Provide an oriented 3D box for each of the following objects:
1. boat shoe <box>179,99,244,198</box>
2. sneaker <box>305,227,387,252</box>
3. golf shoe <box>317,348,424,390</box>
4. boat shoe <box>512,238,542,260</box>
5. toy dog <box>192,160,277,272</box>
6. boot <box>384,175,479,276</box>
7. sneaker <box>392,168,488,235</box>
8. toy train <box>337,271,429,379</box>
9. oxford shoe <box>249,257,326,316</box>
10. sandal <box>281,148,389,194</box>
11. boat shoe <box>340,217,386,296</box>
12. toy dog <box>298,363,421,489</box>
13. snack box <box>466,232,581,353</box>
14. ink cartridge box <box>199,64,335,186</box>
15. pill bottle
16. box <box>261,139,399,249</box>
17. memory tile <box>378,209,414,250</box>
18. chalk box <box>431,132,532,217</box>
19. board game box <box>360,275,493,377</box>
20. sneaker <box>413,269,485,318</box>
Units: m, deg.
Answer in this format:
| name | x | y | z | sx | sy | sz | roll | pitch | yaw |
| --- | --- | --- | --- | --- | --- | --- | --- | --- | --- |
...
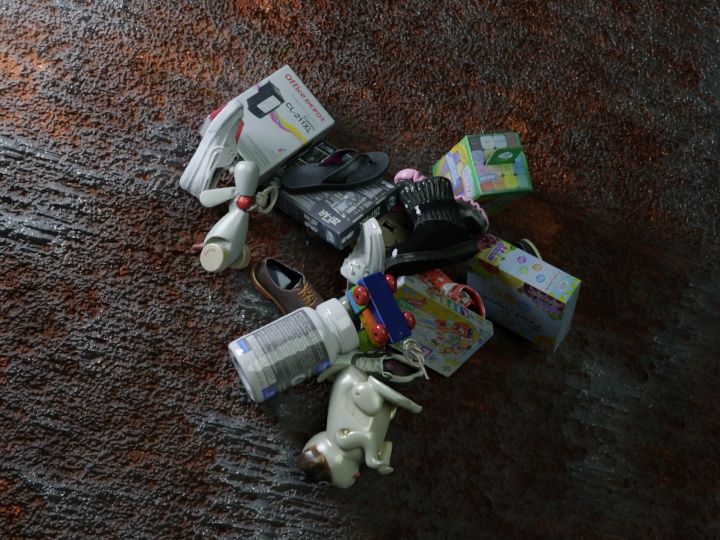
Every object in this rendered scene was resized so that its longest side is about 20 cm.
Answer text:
| name | x | y | z | sx | sy | sz | roll | pitch | yaw |
| --- | --- | --- | --- | --- | --- | --- | --- | --- | --- |
| boat shoe | -0.241 | -0.204 | 1.536 | 0.065 | 0.200 | 0.074 | 37 | 35 | 1 |
| sneaker | 0.000 | -0.081 | 1.657 | 0.199 | 0.075 | 0.088 | 23 | 61 | -18 |
| golf shoe | 0.017 | 0.165 | 1.578 | 0.199 | 0.088 | 0.078 | 7 | 73 | -19 |
| boat shoe | 0.328 | 0.034 | 1.758 | 0.067 | 0.072 | 0.201 | -2 | 77 | -26 |
| toy dog | -0.235 | -0.090 | 1.537 | 0.096 | 0.132 | 0.201 | 17 | 76 | 22 |
| boot | 0.102 | -0.079 | 1.556 | 0.211 | 0.079 | 0.158 | -11 | 73 | -42 |
| sneaker | 0.141 | -0.107 | 1.666 | 0.199 | 0.079 | 0.096 | 26 | 53 | 4 |
| toy train | 0.035 | 0.113 | 1.527 | 0.085 | 0.116 | 0.201 | -21 | 82 | -40 |
| oxford shoe | -0.106 | 0.051 | 1.570 | 0.200 | 0.073 | 0.071 | 37 | 63 | -8 |
| sandal | -0.043 | -0.181 | 1.586 | 0.200 | 0.048 | 0.075 | -13 | 48 | -8 |
| boat shoe | 0.000 | 0.000 | 1.577 | 0.069 | 0.201 | 0.071 | -6 | 35 | -17 |
| toy dog | -0.022 | 0.268 | 1.480 | 0.194 | 0.140 | 0.200 | 30 | 85 | 12 |
| snack box | 0.296 | 0.042 | 1.647 | 0.200 | 0.169 | 0.068 | 31 | 61 | 22 |
| ink cartridge box | -0.170 | -0.263 | 1.639 | 0.200 | 0.083 | 0.146 | -40 | 90 | -27 |
| pill bottle | -0.111 | 0.131 | 1.500 | 0.200 | 0.114 | 0.114 | -26 | 84 | -15 |
| box | -0.054 | -0.142 | 1.614 | 0.200 | 0.044 | 0.160 | 33 | 58 | 28 |
| memory tile | 0.080 | -0.098 | 1.681 | 0.199 | 0.017 | 0.154 | -1 | 52 | -38 |
| chalk box | 0.244 | -0.186 | 1.721 | 0.124 | 0.200 | 0.124 | -7 | 77 | -23 |
| board game box | 0.120 | 0.101 | 1.605 | 0.200 | 0.135 | 0.034 | 29 | 34 | -18 |
| sneaker | 0.158 | 0.029 | 1.668 | 0.067 | 0.108 | 0.202 | -31 | 87 | -28 |
